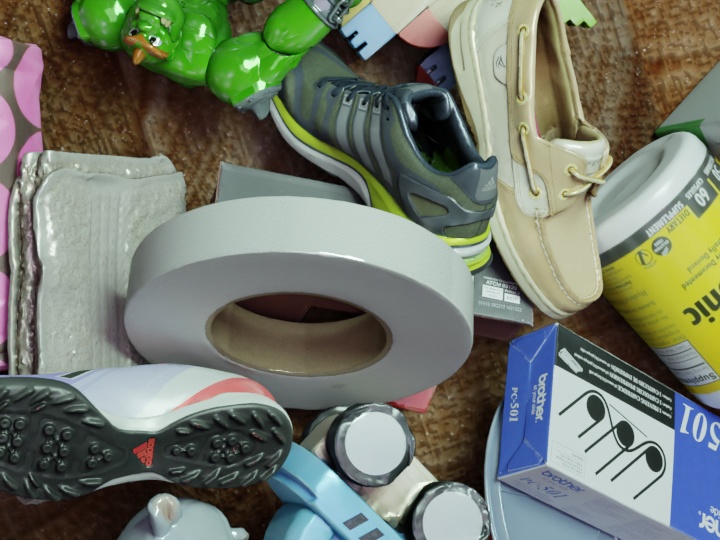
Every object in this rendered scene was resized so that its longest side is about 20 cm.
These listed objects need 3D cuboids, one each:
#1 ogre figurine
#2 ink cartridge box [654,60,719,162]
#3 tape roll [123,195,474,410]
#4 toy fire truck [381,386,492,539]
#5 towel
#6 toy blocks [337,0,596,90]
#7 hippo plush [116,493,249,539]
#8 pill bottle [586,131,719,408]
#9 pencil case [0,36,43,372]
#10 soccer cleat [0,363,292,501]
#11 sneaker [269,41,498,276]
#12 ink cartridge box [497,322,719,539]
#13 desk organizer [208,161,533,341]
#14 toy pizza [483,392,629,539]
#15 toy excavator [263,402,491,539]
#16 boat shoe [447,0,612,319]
[{"bbox_3d":[-0.094,-0.169,0.958,0.199,0.098,0.120,22,96,-4],"label":"ogre figurine"},{"bbox_3d":[0.306,-0.050,1.028,0.200,0.146,0.084,45,80,-10],"label":"ink cartridge box"},{"bbox_3d":[-0.034,0.024,0.914,0.202,0.203,0.037,9,61,-13],"label":"tape roll"},{"bbox_3d":[0.040,0.159,1.020,0.141,0.049,0.200,26,85,-12],"label":"toy fire truck"},{"bbox_3d":[-0.151,0.030,0.945,0.132,0.034,0.201,-3,94,-57],"label":"towel"},{"bbox_3d":[0.030,-0.188,0.999,0.137,0.100,0.200,-40,99,3],"label":"toy blocks"},{"bbox_3d":[-0.125,0.211,0.928,0.161,0.159,0.200,-37,59,0],"label":"hippo plush"},{"bbox_3d":[0.232,0.018,1.030,0.111,0.111,0.200,-44,100,-8],"label":"pill bottle"},{"bbox_3d":[-0.228,-0.040,0.940,0.091,0.093,0.201,-1,91,-57],"label":"pencil case"},{"bbox_3d":[-0.139,0.082,0.882,0.199,0.073,0.068,3,110,-23],"label":"soccer cleat"},{"bbox_3d":[0.017,-0.087,0.949,0.074,0.081,0.200,-21,54,-40],"label":"sneaker"},{"bbox_3d":[0.173,0.117,1.002,0.200,0.044,0.094,29,55,-32],"label":"ink cartridge box"},{"bbox_3d":[0.000,0.000,0.983,0.199,0.077,0.072,10,62,-13],"label":"desk organizer"},{"bbox_3d":[0.143,0.156,1.012,0.200,0.032,0.201,20,59,-37],"label":"toy pizza"},{"bbox_3d":[-0.009,0.202,0.925,0.194,0.100,0.200,46,77,-6],"label":"toy excavator"},{"bbox_3d":[0.111,-0.069,0.946,0.074,0.069,0.201,-30,105,-51],"label":"boat shoe"}]
